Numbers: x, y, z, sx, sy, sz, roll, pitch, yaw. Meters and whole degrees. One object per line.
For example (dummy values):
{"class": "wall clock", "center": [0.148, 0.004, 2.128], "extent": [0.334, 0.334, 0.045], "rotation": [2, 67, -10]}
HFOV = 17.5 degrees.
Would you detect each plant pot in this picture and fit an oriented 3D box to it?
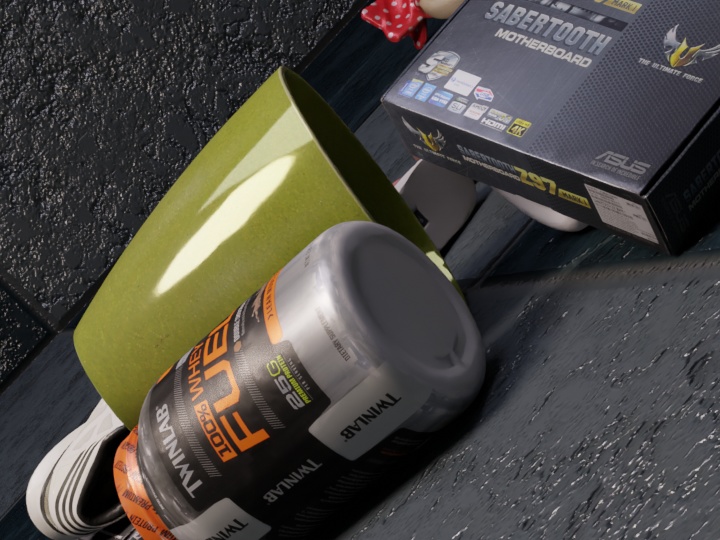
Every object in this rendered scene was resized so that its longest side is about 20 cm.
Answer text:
{"class": "plant pot", "center": [-0.068, 0.013, 1.403], "extent": [0.199, 0.188, 0.187], "rotation": [-37, 10, 8]}

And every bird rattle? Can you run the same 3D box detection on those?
{"class": "bird rattle", "center": [0.096, -0.329, 2.524], "extent": [0.200, 0.113, 0.163], "rotation": [-51, 26, -13]}

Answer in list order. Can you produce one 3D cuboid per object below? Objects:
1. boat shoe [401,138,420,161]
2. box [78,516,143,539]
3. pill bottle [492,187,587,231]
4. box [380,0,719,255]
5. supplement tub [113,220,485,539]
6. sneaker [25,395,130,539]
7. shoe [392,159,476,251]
{"class": "boat shoe", "center": [0.112, -0.147, 1.746], "extent": [0.200, 0.065, 0.072], "rotation": [-46, 8, -7]}
{"class": "box", "center": [-0.110, 0.139, 1.556], "extent": [0.158, 0.050, 0.200], "rotation": [-48, 9, -12]}
{"class": "pill bottle", "center": [0.150, -0.128, 1.356], "extent": [0.200, 0.109, 0.109], "rotation": [-48, 10, -15]}
{"class": "box", "center": [0.130, -0.105, 1.229], "extent": [0.199, 0.051, 0.158], "rotation": [25, 66, 44]}
{"class": "supplement tub", "center": [-0.037, 0.075, 1.278], "extent": [0.200, 0.122, 0.123], "rotation": [-41, 10, 28]}
{"class": "sneaker", "center": [-0.128, 0.091, 1.515], "extent": [0.201, 0.076, 0.115], "rotation": [-57, 21, -21]}
{"class": "shoe", "center": [0.000, 0.000, 1.620], "extent": [0.200, 0.072, 0.091], "rotation": [-47, 6, -40]}
